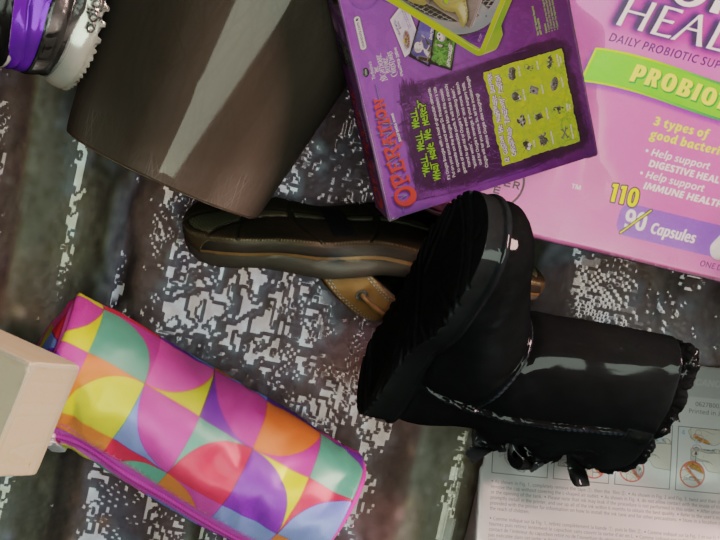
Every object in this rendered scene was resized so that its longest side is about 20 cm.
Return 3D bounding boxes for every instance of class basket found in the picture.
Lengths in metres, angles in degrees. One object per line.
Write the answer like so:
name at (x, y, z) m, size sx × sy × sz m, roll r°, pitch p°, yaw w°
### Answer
basket at (-0.062, -0.140, 1.390) m, size 0.180 × 0.136 × 0.201 m, roll 24°, pitch 96°, yaw -1°

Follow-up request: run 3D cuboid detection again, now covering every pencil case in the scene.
pencil case at (-0.097, 0.092, 1.433) m, size 0.200 × 0.088 × 0.089 m, roll 28°, pitch 91°, yaw -13°

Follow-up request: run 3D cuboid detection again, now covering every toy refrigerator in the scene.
toy refrigerator at (-0.254, 0.041, 1.357) m, size 0.199 × 0.076 × 0.070 m, roll 24°, pitch 92°, yaw 13°

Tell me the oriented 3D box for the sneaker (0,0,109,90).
sneaker at (-0.172, -0.201, 1.360) m, size 0.099 × 0.070 × 0.201 m, roll 13°, pitch 79°, yaw -25°

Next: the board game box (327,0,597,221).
board game box at (0.045, -0.136, 1.340) m, size 0.120 × 0.032 × 0.201 m, roll -19°, pitch 113°, yaw -14°

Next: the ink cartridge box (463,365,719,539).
ink cartridge box at (0.137, 0.151, 1.517) m, size 0.160 × 0.050 × 0.201 m, roll 6°, pitch 77°, yaw -12°

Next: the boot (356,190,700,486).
boot at (0.100, 0.039, 1.399) m, size 0.162 × 0.198 × 0.074 m, roll 13°, pitch 54°, yaw -14°

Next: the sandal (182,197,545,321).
sandal at (0.000, 0.000, 1.447) m, size 0.199 × 0.082 × 0.055 m, roll 4°, pitch 113°, yaw -13°

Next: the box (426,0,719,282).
box at (0.141, -0.110, 1.450) m, size 0.175 × 0.097 × 0.201 m, roll 14°, pitch 93°, yaw -13°
